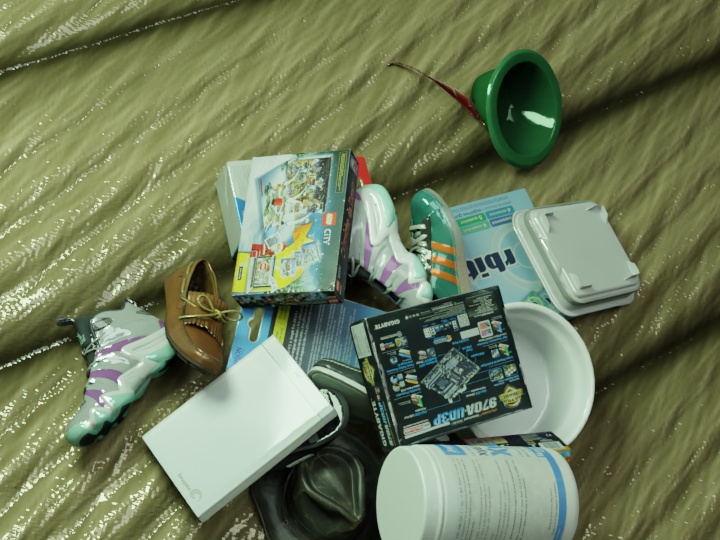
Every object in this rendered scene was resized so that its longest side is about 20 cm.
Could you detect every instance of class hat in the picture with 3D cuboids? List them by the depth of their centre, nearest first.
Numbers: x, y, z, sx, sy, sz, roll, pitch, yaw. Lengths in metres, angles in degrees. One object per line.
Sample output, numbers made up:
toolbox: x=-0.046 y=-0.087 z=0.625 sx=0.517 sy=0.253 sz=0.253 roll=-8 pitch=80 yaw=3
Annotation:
hat: x=-0.031 y=0.270 z=1.577 sx=0.200 sy=0.081 sz=0.201 roll=9 pitch=61 yaw=-17
hat: x=0.183 y=-0.255 z=1.965 sx=0.165 sy=0.176 sz=0.201 roll=-37 pitch=118 yaw=-33

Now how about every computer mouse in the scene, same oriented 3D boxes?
computer mouse: x=-0.116 y=0.185 z=1.574 sx=0.199 sy=0.046 sz=0.141 roll=-29 pitch=59 yaw=-2

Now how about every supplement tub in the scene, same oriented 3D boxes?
supplement tub: x=0.133 y=0.264 z=1.472 sx=0.199 sy=0.132 sz=0.133 roll=5 pitch=62 yaw=-24

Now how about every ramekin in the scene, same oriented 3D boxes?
ramekin: x=0.193 y=0.146 z=1.691 sx=0.200 sy=0.098 sz=0.202 roll=4 pitch=80 yaw=-21

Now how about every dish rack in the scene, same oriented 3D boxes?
dish rack: x=0.316 y=-0.027 z=1.846 sx=0.199 sy=0.044 sz=0.172 roll=-10 pitch=69 yaw=-45

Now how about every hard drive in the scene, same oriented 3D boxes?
hard drive: x=-0.144 y=0.184 z=1.540 sx=0.200 sy=0.027 sz=0.132 roll=-38 pitch=60 yaw=-7

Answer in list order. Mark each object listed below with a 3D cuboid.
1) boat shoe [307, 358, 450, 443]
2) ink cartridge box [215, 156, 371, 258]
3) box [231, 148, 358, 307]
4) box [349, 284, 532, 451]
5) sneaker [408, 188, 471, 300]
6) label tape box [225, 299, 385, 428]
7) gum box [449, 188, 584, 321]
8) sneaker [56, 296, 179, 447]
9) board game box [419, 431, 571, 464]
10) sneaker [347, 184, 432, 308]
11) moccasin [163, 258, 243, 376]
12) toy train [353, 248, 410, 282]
boat shoe: x=0.028 y=0.153 z=1.596 sx=0.200 sy=0.076 sz=0.061 roll=32 pitch=60 yaw=-18
ink cartridge box: x=-0.082 y=-0.087 z=1.748 sx=0.199 sy=0.067 sz=0.117 roll=-5 pitch=67 yaw=-23
box: x=-0.080 y=-0.053 z=1.631 sx=0.136 sy=0.038 sz=0.201 roll=-2 pitch=63 yaw=18
box: x=0.099 y=0.115 z=1.572 sx=0.199 sy=0.046 sz=0.160 roll=-14 pitch=85 yaw=-29
sneaker: x=0.093 y=-0.007 z=1.742 sx=0.080 sy=0.071 sz=0.201 roll=-17 pitch=95 yaw=-28
label tape box: x=-0.068 y=0.102 z=1.660 sx=0.199 sy=0.066 sz=0.144 roll=16 pitch=60 yaw=-11
gum box: x=0.197 y=-0.004 z=1.825 sx=0.169 sy=0.045 sz=0.201 roll=-15 pitch=71 yaw=-27
sneaker: x=-0.319 y=0.110 z=1.560 sx=0.140 sy=0.078 sz=0.200 roll=39 pitch=48 yaw=4
board game box: x=0.150 y=0.289 z=1.595 sx=0.199 sy=0.166 sz=0.057 roll=-1 pitch=21 yaw=-22
sneaker: x=0.000 y=0.000 z=1.670 sx=0.139 sy=0.078 sz=0.201 roll=-22 pitch=75 yaw=-17
moccasin: x=-0.191 y=0.054 z=1.580 sx=0.074 sy=0.078 sz=0.202 roll=40 pitch=17 yaw=-25
toy train: x=0.008 y=-0.005 z=1.763 sx=0.199 sy=0.034 sz=0.046 roll=-1 pitch=77 yaw=-22
